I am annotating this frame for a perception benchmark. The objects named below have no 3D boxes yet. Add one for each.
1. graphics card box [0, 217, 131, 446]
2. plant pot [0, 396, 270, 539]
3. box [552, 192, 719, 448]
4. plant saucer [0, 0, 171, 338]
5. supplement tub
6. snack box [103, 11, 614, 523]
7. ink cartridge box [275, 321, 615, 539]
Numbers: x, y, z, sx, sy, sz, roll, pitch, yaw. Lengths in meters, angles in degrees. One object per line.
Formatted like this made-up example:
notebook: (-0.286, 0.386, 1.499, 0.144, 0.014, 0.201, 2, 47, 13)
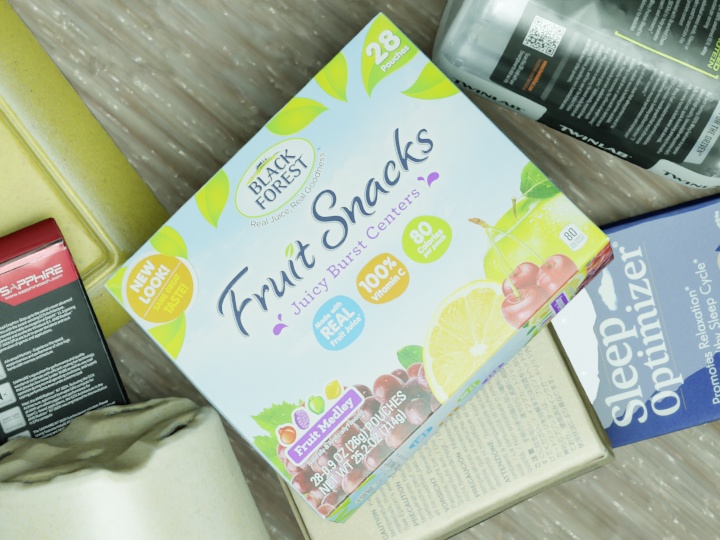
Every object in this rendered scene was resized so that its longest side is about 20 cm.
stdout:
graphics card box: (-0.183, 0.084, 1.419, 0.125, 0.051, 0.200, -23, 115, -7)
plant pot: (-0.114, 0.170, 1.353, 0.200, 0.200, 0.184, -16, 101, -2)
box: (0.139, 0.036, 1.479, 0.200, 0.032, 0.121, -15, 96, -1)
plant saucer: (-0.222, -0.021, 1.444, 0.200, 0.048, 0.200, -37, 97, 1)
supplement tub: (0.148, -0.121, 1.419, 0.200, 0.123, 0.123, 24, 93, -5)
snack box: (0.000, 0.000, 1.357, 0.200, 0.068, 0.169, -43, 79, 0)
ink cartridge box: (0.020, 0.045, 1.421, 0.165, 0.075, 0.200, -25, 81, 6)
